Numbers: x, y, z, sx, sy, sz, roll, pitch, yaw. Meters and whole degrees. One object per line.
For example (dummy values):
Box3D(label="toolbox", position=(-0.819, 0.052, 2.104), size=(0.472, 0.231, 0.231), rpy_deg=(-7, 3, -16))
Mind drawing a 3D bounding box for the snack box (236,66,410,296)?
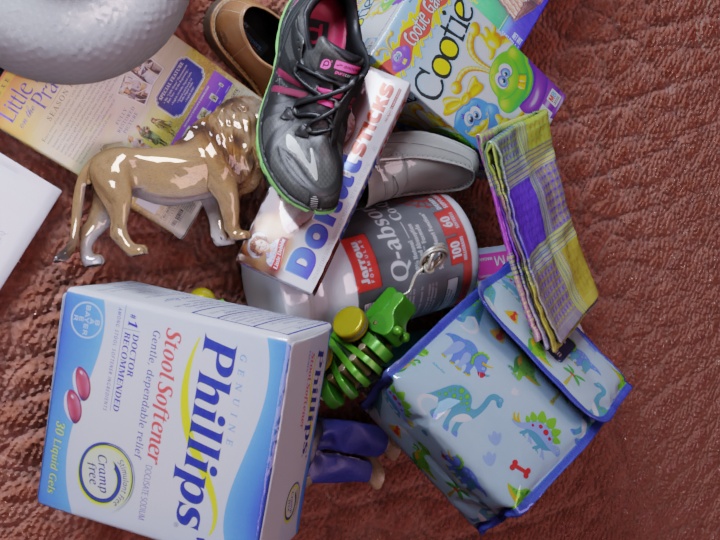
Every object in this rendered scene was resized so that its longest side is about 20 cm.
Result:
Box3D(label="snack box", position=(-0.030, -0.082, 0.854), size=(0.072, 0.024, 0.200), rpy_deg=(24, 81, 6))

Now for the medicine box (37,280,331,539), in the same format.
Box3D(label="medicine box", position=(-0.142, 0.117, 0.822), size=(0.103, 0.200, 0.183), rpy_deg=(-7, 107, -71))

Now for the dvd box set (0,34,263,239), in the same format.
Box3D(label="dvd box set", position=(-0.196, -0.137, 0.844), size=(0.200, 0.029, 0.146), rpy_deg=(32, 83, -31))

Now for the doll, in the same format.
Box3D(label="doll", position=(-0.063, 0.174, 0.969), size=(0.200, 0.048, 0.137), rpy_deg=(15, 115, -30))

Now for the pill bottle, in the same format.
Box3D(label="pill bottle", position=(0.000, 0.000, 0.934), size=(0.200, 0.116, 0.116), rpy_deg=(-16, 107, -27))

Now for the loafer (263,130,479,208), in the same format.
Box3D(label="loafer", position=(0.011, -0.086, 0.916), size=(0.200, 0.070, 0.070), rpy_deg=(0, 144, -6))

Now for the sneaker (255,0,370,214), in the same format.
Box3D(label="sneaker", position=(-0.037, -0.144, 0.805), size=(0.077, 0.084, 0.200), rpy_deg=(5, 78, -22))

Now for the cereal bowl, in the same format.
Box3D(label="cereal bowl", position=(-0.221, -0.242, 0.748), size=(0.200, 0.083, 0.200), rpy_deg=(0, 91, -14))

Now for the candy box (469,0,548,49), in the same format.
Box3D(label="candy box", position=(0.125, -0.333, 0.964), size=(0.169, 0.077, 0.200), rpy_deg=(35, 81, -30))

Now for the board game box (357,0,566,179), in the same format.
Box3D(label="board game box", position=(0.078, -0.183, 0.951), size=(0.200, 0.103, 0.105), rpy_deg=(35, 82, -30))

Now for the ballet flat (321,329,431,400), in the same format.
Box3D(label="ballet flat", position=(-0.005, 0.100, 0.980), size=(0.200, 0.072, 0.072), rpy_deg=(-2, 101, -20))

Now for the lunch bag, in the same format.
Box3D(label="lunch bag", position=(0.132, 0.106, 0.914), size=(0.200, 0.127, 0.170), rpy_deg=(-38, 81, -27))

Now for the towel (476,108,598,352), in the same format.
Box3D(label="towel", position=(0.166, -0.040, 0.910), size=(0.144, 0.023, 0.200), rpy_deg=(-29, 104, -54))

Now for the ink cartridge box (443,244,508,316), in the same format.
Box3D(label="ink cartridge box", position=(0.152, 0.072, 1.009), size=(0.119, 0.042, 0.200), rpy_deg=(-8, 74, -10))

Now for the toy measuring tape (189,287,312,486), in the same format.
Box3D(label="toy measuring tape", position=(-0.104, 0.107, 0.906), size=(0.074, 0.074, 0.200), rpy_deg=(-27, 88, -23))

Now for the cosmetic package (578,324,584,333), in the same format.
Box3D(label="cosmetic package", position=(0.151, 0.121, 1.071), size=(0.200, 0.071, 0.102), rpy_deg=(-38, 116, -18))

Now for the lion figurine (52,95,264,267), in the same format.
Box3D(label="lion figurine", position=(-0.157, -0.075, 0.821), size=(0.200, 0.072, 0.123), rpy_deg=(-10, 89, -23))

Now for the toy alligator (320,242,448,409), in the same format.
Box3D(label="toy alligator", position=(0.014, 0.059, 0.865), size=(0.200, 0.054, 0.059), rpy_deg=(-43, 137, 0))

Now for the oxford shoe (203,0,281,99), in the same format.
Box3D(label="oxford shoe", position=(-0.051, -0.165, 0.901), size=(0.200, 0.071, 0.071), rpy_deg=(38, 79, -32))

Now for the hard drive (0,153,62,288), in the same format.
Box3D(label="hard drive", position=(-0.345, -0.013, 0.787), size=(0.132, 0.025, 0.200), rpy_deg=(34, 82, -30))
